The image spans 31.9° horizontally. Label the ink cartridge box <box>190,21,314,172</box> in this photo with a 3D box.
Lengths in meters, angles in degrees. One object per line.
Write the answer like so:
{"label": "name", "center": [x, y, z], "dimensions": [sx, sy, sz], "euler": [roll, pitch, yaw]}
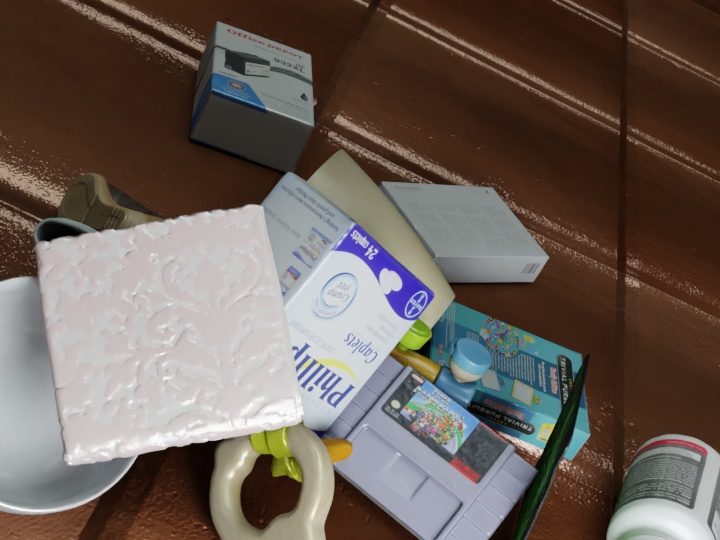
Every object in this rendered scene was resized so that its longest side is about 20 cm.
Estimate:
{"label": "ink cartridge box", "center": [-0.143, -0.235, 1.688], "dimensions": [0.145, 0.084, 0.200], "euler": [17, 34, -16]}

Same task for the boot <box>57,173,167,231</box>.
{"label": "boot", "center": [-0.227, -0.028, 1.356], "dimensions": [0.166, 0.072, 0.200], "euler": [35, -5, -36]}

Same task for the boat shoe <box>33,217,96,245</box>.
{"label": "boat shoe", "center": [-0.224, 0.014, 1.131], "dimensions": [0.201, 0.070, 0.072], "euler": [32, -6, 30]}

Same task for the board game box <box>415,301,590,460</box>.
{"label": "board game box", "center": [0.162, 0.121, 1.454], "dimensions": [0.200, 0.047, 0.151], "euler": [23, 32, -9]}

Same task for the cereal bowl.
{"label": "cereal bowl", "center": [-0.282, 0.107, 1.063], "dimensions": [0.200, 0.083, 0.200], "euler": [10, 72, -35]}

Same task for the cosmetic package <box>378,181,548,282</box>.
{"label": "cosmetic package", "center": [0.130, -0.050, 1.667], "dimensions": [0.200, 0.052, 0.151], "euler": [0, 44, -36]}

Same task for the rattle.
{"label": "rattle", "center": [-0.054, 0.236, 1.121], "dimensions": [0.143, 0.130, 0.200], "euler": [59, 8, -60]}

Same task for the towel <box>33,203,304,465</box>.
{"label": "towel", "center": [-0.161, 0.052, 1.051], "dimensions": [0.200, 0.032, 0.191], "euler": [-10, 83, -11]}

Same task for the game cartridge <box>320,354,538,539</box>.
{"label": "game cartridge", "center": [0.060, 0.183, 1.239], "dimensions": [0.200, 0.038, 0.130], "euler": [37, 76, 14]}

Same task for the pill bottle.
{"label": "pill bottle", "center": [0.318, 0.265, 1.310], "dimensions": [0.111, 0.111, 0.200], "euler": [32, 32, 7]}

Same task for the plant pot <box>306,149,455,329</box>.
{"label": "plant pot", "center": [0.000, 0.000, 1.394], "dimensions": [0.200, 0.187, 0.187], "euler": [38, 33, 2]}

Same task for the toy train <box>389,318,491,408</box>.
{"label": "toy train", "center": [0.031, 0.093, 1.323], "dimensions": [0.200, 0.116, 0.085], "euler": [29, 26, 0]}

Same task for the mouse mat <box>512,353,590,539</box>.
{"label": "mouse mat", "center": [0.179, 0.194, 1.223], "dimensions": [0.008, 0.200, 0.161], "euler": [20, 31, 6]}

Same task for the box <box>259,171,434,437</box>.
{"label": "box", "center": [-0.057, 0.043, 1.185], "dimensions": [0.105, 0.200, 0.184], "euler": [39, -1, 36]}
